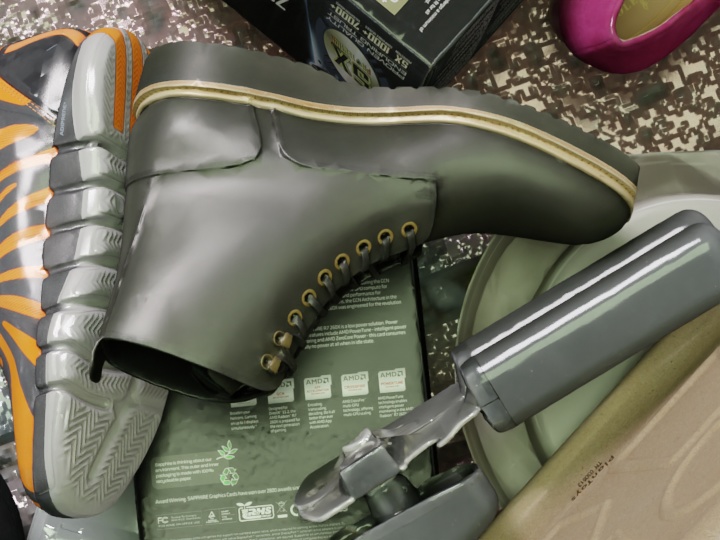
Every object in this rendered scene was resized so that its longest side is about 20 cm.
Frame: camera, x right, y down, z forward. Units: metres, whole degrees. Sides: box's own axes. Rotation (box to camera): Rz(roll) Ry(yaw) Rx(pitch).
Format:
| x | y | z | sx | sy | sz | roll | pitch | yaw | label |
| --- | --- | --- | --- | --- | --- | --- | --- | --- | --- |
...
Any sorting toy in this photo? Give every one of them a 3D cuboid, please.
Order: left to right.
| x | y | z | sx | sy | sz | roll | pitch | yaw | label |
| --- | --- | --- | --- | --- | --- | --- | --- | --- | --- |
| 0.107 | 0.096 | 1.097 | 0.036 | 0.200 | 0.185 | 42 | 91 | -12 | sorting toy |

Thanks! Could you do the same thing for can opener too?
| x | y | z | sx | sy | sz | roll | pitch | yaw | label |
| --- | --- | --- | --- | --- | --- | --- | --- | --- | --- |
| 0.065 | 0.054 | 1.170 | 0.200 | 0.053 | 0.067 | -31 | 103 | 2 | can opener |

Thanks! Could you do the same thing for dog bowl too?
| x | y | z | sx | sy | sz | roll | pitch | yaw | label |
| --- | --- | --- | --- | --- | --- | --- | --- | --- | --- |
| 0.138 | 0.043 | 1.228 | 0.200 | 0.059 | 0.200 | 0 | 84 | 0 | dog bowl |

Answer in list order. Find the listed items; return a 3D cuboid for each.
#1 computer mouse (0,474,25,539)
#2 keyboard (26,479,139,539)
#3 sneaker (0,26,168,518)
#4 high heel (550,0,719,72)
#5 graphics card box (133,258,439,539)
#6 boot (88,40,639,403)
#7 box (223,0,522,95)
| x | y | z | sx | sy | sz | roll | pitch | yaw | label |
| --- | --- | --- | --- | --- | --- | --- | --- | --- | --- |
| -0.180 | 0.161 | 1.206 | 0.053 | 0.138 | 0.200 | 24 | 71 | -41 | computer mouse |
| -0.037 | 0.118 | 1.246 | 0.200 | 0.011 | 0.056 | 17 | 79 | 2 | keyboard |
| -0.138 | 0.004 | 1.198 | 0.112 | 0.078 | 0.200 | -6 | 70 | 26 | sneaker |
| 0.163 | -0.154 | 1.222 | 0.067 | 0.096 | 0.200 | 43 | 91 | -12 | high heel |
| -0.035 | 0.036 | 1.230 | 0.125 | 0.051 | 0.200 | -6 | 79 | -1 | graphics card box |
| 0.000 | 0.000 | 1.157 | 0.200 | 0.077 | 0.138 | 10 | 65 | 5 | boot |
| 0.021 | -0.185 | 1.220 | 0.164 | 0.086 | 0.200 | 39 | 70 | 5 | box |
